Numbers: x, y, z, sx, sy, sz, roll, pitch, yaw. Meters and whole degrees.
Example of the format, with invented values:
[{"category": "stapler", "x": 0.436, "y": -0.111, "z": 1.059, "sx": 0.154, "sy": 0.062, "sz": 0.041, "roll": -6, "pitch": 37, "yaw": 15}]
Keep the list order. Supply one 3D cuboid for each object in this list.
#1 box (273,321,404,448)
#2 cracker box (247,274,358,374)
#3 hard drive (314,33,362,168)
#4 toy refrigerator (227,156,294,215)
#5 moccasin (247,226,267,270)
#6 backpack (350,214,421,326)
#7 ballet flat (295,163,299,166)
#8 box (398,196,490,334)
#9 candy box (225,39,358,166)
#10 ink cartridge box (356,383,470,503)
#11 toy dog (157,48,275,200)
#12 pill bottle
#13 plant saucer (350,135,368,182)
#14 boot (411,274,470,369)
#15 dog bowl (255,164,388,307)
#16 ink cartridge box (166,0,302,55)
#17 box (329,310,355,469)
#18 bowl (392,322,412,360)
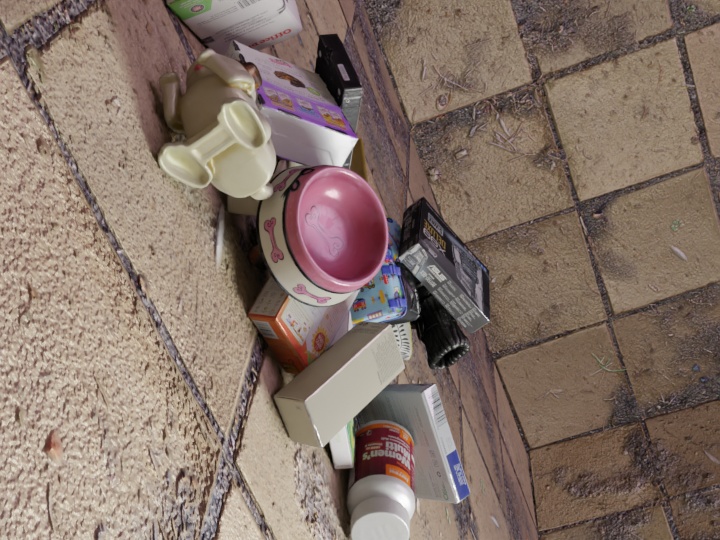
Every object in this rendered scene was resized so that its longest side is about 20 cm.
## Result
[{"category": "box", "x": -0.026, "y": 0.158, "z": 1.382, "sx": 0.199, "sy": 0.068, "sz": 0.083, "roll": -37, "pitch": 117, "yaw": -39}, {"category": "cracker box", "x": -0.072, "y": 0.032, "z": 1.416, "sx": 0.202, "sy": 0.057, "sz": 0.135, "roll": -60, "pitch": 140, "yaw": -32}, {"category": "hard drive", "x": -0.043, "y": -0.260, "z": 1.585, "sx": 0.202, "sy": 0.037, "sz": 0.141, "roll": 102, "pitch": -27, "yaw": -46}, {"category": "toy refrigerator", "x": -0.144, "y": -0.155, "z": 1.452, "sx": 0.201, "sy": 0.074, "sz": 0.071, "roll": -81, "pitch": 177, "yaw": -62}, {"category": "moccasin", "x": -0.121, "y": -0.063, "z": 1.469, "sx": 0.078, "sy": 0.073, "sz": 0.202, "roll": 48, "pitch": 35, "yaw": -5}, {"category": "backpack", "x": 0.000, "y": 0.000, "z": 1.669, "sx": 0.134, "sy": 0.179, "sz": 0.204, "roll": 16, "pitch": 63, "yaw": -70}, {"category": "ballet flat", "x": -0.116, "y": -0.217, "z": 1.594, "sx": 0.069, "sy": 0.072, "sz": 0.200, "roll": -2, "pitch": 44, "yaw": -52}, {"category": "box", "x": 0.148, "y": -0.010, "z": 1.698, "sx": 0.200, "sy": 0.049, "sz": 0.159, "roll": 46, "pitch": 27, "yaw": -20}, {"category": "candy box", "x": -0.115, "y": -0.246, "z": 1.468, "sx": 0.166, "sy": 0.072, "sz": 0.201, "roll": 15, "pitch": 31, "yaw": -33}, {"category": "ink cartridge box", "x": 0.082, "y": 0.290, "z": 1.657, "sx": 0.043, "sy": 0.199, "sz": 0.200, "roll": -24, "pitch": 100, "yaw": -36}, {"category": "toy dog", "x": -0.173, "y": -0.206, "z": 1.276, "sx": 0.193, "sy": 0.139, "sz": 0.202, "roll": 33, "pitch": 29, "yaw": -40}, {"category": "pill bottle", "x": 0.033, "y": 0.341, "z": 1.537, "sx": 0.201, "sy": 0.108, "sz": 0.111, "roll": -87, "pitch": 156, "yaw": -58}, {"category": "plant saucer", "x": -0.083, "y": -0.176, "z": 1.676, "sx": 0.197, "sy": 0.049, "sz": 0.202, "roll": 16, "pitch": 46, "yaw": -24}, {"category": "boot", "x": 0.128, "y": 0.107, "z": 1.765, "sx": 0.212, "sy": 0.078, "sz": 0.160, "roll": 93, "pitch": -26, "yaw": -69}, {"category": "dog bowl", "x": -0.044, "y": -0.055, "z": 1.346, "sx": 0.198, "sy": 0.073, "sz": 0.204, "roll": 10, "pitch": 74, "yaw": -38}, {"category": "ink cartridge box", "x": -0.192, "y": -0.414, "z": 1.474, "sx": 0.200, "sy": 0.143, "sz": 0.085, "roll": 38, "pitch": 34, "yaw": -69}, {"category": "box", "x": -0.029, "y": 0.185, "z": 1.527, "sx": 0.146, "sy": 0.036, "sz": 0.202, "roll": 82, "pitch": 10, "yaw": -47}, {"category": "bowl", "x": 0.020, "y": 0.080, "z": 1.801, "sx": 0.201, "sy": 0.093, "sz": 0.204, "roll": 165, "pitch": -90, "yaw": -78}]
